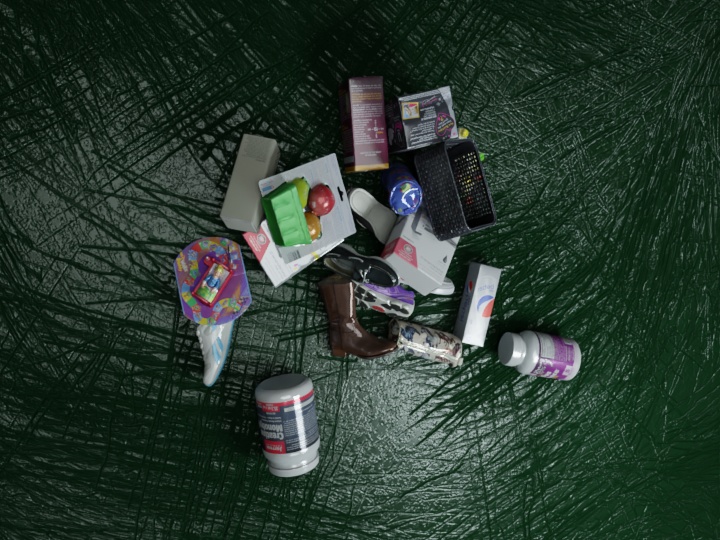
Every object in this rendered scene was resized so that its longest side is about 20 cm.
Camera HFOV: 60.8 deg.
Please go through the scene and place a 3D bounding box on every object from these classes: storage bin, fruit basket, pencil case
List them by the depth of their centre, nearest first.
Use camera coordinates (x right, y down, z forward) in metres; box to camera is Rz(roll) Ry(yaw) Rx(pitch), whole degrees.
[{"bbox_3d":[-0.114,-0.138,1.349,0.197,0.093,0.190,-28,110,-32],"label":"fruit basket"},{"bbox_3d":[0.213,-0.181,1.376,0.133,0.093,0.205,-15,88,-46],"label":"storage bin"},{"bbox_3d":[0.095,-0.189,1.418,0.076,0.201,0.089,-13,112,2],"label":"pencil case"},{"bbox_3d":[0.162,0.184,1.533,0.195,0.090,0.079,17,122,-17],"label":"pencil case"}]

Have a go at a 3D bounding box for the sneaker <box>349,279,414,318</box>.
[{"bbox_3d":[0.041,0.049,1.505,0.196,0.081,0.085,23,54,-8],"label":"sneaker"}]

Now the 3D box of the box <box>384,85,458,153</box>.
[{"bbox_3d":[0.125,-0.338,1.405,0.129,0.200,0.118,-15,101,-12],"label":"box"}]

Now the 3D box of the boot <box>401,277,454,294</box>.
[{"bbox_3d":[0.154,-0.010,1.508,0.195,0.074,0.098,15,109,-15],"label":"boot"}]

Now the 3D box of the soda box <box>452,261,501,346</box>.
[{"bbox_3d":[0.297,0.085,1.568,0.062,0.068,0.206,13,93,-16],"label":"soda box"}]

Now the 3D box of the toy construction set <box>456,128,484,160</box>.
[{"bbox_3d":[0.229,-0.233,1.501,0.130,0.092,0.202,29,97,-40],"label":"toy construction set"}]

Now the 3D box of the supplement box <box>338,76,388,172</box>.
[{"bbox_3d":[0.006,-0.334,1.421,0.083,0.110,0.206,-6,98,-14],"label":"supplement box"}]

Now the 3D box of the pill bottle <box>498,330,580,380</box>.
[{"bbox_3d":[0.465,0.219,1.604,0.195,0.112,0.116,11,94,-15],"label":"pill bottle"}]

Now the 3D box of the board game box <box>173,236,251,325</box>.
[{"bbox_3d":[-0.333,0.019,1.373,0.154,0.039,0.205,-13,78,-11],"label":"board game box"}]

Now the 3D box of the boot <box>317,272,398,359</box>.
[{"bbox_3d":[-0.007,0.104,1.454,0.181,0.064,0.206,-4,104,18],"label":"boot"}]

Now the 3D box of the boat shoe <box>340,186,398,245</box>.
[{"bbox_3d":[0.027,-0.130,1.473,0.199,0.060,0.075,36,85,-36],"label":"boat shoe"}]

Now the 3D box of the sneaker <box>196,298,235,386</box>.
[{"bbox_3d":[-0.340,0.161,1.412,0.079,0.076,0.206,12,86,-9],"label":"sneaker"}]

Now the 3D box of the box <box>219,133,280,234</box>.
[{"bbox_3d":[-0.241,-0.191,1.353,0.080,0.069,0.205,12,74,6],"label":"box"}]

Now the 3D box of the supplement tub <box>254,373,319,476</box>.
[{"bbox_3d":[-0.169,0.359,1.439,0.136,0.140,0.206,-9,98,-13],"label":"supplement tub"}]

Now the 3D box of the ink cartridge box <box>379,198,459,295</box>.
[{"bbox_3d":[0.148,-0.071,1.438,0.144,0.085,0.203,32,60,-13],"label":"ink cartridge box"}]

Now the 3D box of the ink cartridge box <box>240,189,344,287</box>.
[{"bbox_3d":[-0.157,-0.081,1.421,0.198,0.083,0.148,-34,103,-8],"label":"ink cartridge box"}]

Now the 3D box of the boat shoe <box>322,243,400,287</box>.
[{"bbox_3d":[0.000,0.000,1.412,0.060,0.196,0.077,-39,136,-40],"label":"boat shoe"}]
